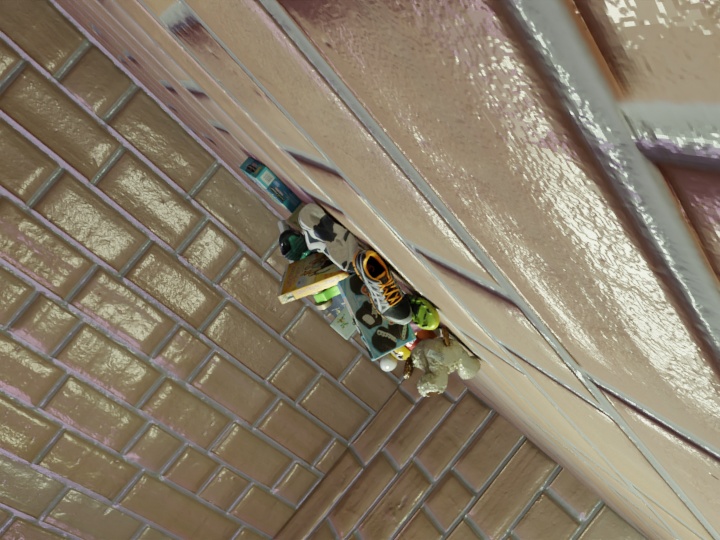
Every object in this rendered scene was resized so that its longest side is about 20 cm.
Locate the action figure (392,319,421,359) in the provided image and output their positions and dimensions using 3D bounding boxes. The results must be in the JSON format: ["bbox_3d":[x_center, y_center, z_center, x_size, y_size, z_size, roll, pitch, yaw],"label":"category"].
[{"bbox_3d":[0.096,0.139,1.489,0.150,0.198,0.134,56,138,18],"label":"action figure"}]

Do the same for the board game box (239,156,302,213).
[{"bbox_3d":[-0.267,-0.252,1.710,0.151,0.047,0.200,44,176,-30],"label":"board game box"}]

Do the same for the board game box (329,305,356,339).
[{"bbox_3d":[0.005,0.088,1.567,0.064,0.201,0.148,39,176,2],"label":"board game box"}]

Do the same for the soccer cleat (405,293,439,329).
[{"bbox_3d":[0.148,0.096,1.390,0.082,0.066,0.200,11,-175,-22],"label":"soccer cleat"}]

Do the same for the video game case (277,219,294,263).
[{"bbox_3d":[-0.157,-0.074,1.724,0.199,0.018,0.145,2,-114,-57],"label":"video game case"}]

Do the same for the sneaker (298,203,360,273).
[{"bbox_3d":[-0.075,-0.066,1.424,0.198,0.080,0.130,40,168,3],"label":"sneaker"}]

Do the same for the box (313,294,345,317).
[{"bbox_3d":[-0.031,0.093,1.786,0.158,0.051,0.199,45,143,-22],"label":"box"}]

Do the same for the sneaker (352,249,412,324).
[{"bbox_3d":[0.052,0.037,1.326,0.201,0.078,0.077,53,164,0],"label":"sneaker"}]

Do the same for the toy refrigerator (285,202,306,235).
[{"bbox_3d":[-0.139,-0.128,1.573,0.070,0.076,0.200,43,177,-23],"label":"toy refrigerator"}]

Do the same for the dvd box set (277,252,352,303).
[{"bbox_3d":[-0.110,0.002,1.482,0.147,0.197,0.030,-85,-29,-56],"label":"dvd box set"}]

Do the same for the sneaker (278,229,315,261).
[{"bbox_3d":[-0.187,-0.074,1.564,0.088,0.074,0.200,45,179,22],"label":"sneaker"}]

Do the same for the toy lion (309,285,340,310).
[{"bbox_3d":[-0.051,0.009,1.531,0.069,0.197,0.193,62,-157,-26],"label":"toy lion"}]

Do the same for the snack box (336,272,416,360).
[{"bbox_3d":[0.037,0.096,1.372,0.202,0.115,0.037,64,164,9],"label":"snack box"}]

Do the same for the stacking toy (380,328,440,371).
[{"bbox_3d":[0.125,0.208,1.693,0.146,0.201,0.146,41,176,3],"label":"stacking toy"}]

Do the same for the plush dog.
[{"bbox_3d":[0.200,0.232,1.577,0.171,0.198,0.163,-6,103,62],"label":"plush dog"}]
